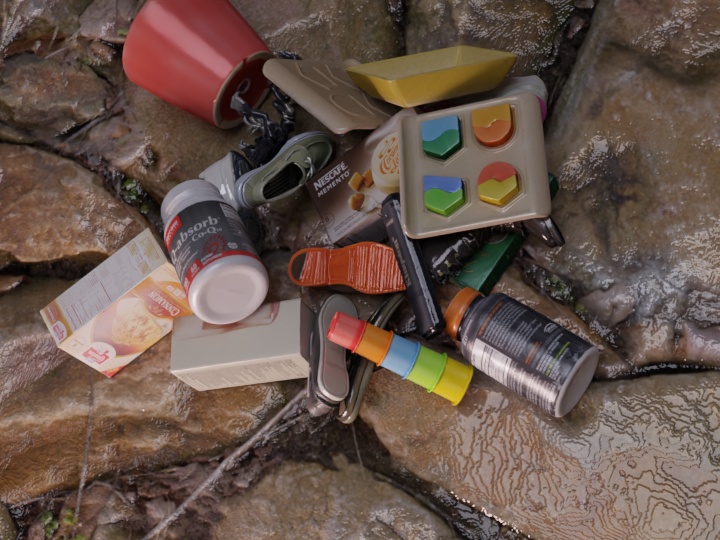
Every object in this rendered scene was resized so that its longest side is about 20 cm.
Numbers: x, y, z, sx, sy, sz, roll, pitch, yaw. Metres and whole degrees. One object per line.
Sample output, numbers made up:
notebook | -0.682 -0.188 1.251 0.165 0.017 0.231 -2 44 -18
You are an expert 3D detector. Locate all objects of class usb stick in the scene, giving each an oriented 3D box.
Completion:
usb stick | 0.070 -0.006 1.627 0.032 0.056 0.202 -13 75 -16

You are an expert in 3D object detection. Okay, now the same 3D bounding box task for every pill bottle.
pill bottle | -0.210 -0.030 1.695 0.115 0.116 0.201 -34 47 3
pill bottle | 0.205 0.098 1.590 0.199 0.106 0.107 32 82 27

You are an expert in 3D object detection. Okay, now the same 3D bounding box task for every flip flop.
flip flop | 0.022 0.122 1.669 0.057 0.081 0.202 25 67 -11

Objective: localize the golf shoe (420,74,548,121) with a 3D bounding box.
golf shoe | 0.181 -0.238 1.762 0.197 0.076 0.092 -3 39 24

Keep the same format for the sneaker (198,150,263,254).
sneaker | -0.201 -0.079 1.833 0.086 0.074 0.202 -21 59 27

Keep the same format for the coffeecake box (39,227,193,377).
coffeecake box | -0.341 0.050 1.772 0.199 0.154 0.073 -37 62 3

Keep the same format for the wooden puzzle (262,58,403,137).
wooden puzzle | -0.025 -0.250 1.786 0.185 0.199 0.047 41 123 28

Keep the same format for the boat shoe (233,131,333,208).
boat shoe | -0.099 -0.143 1.771 0.061 0.073 0.200 8 36 41

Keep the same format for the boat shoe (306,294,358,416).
boat shoe | -0.046 0.115 1.674 0.057 0.066 0.201 -46 24 35

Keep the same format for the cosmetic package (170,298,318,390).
cosmetic package | -0.159 0.107 1.717 0.197 0.103 0.088 -8 66 15

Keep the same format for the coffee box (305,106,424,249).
coffee box | 0.034 -0.127 1.730 0.199 0.079 0.115 -35 60 18

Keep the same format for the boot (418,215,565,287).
boot | 0.162 -0.045 1.643 0.174 0.069 0.200 -47 58 3

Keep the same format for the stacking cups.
stacking cups | 0.052 0.110 1.616 0.198 0.061 0.061 27 78 -4

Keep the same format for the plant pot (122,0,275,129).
plant pot | -0.239 -0.328 1.875 0.177 0.201 0.201 39 85 19

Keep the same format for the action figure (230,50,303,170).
action figure | -0.140 -0.227 1.838 0.101 0.119 0.202 18 67 14

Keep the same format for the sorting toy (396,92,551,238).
sorting toy | 0.147 -0.144 1.611 0.197 0.037 0.188 -8 65 13

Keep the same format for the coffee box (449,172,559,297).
coffee box | 0.176 -0.070 1.702 0.122 0.044 0.201 29 81 27

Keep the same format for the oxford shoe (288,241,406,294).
oxford shoe | 0.000 0.000 1.714 0.197 0.073 0.072 5 81 26

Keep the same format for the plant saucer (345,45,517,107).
plant saucer | 0.100 -0.276 1.728 0.197 0.200 0.049 -13 107 -16
